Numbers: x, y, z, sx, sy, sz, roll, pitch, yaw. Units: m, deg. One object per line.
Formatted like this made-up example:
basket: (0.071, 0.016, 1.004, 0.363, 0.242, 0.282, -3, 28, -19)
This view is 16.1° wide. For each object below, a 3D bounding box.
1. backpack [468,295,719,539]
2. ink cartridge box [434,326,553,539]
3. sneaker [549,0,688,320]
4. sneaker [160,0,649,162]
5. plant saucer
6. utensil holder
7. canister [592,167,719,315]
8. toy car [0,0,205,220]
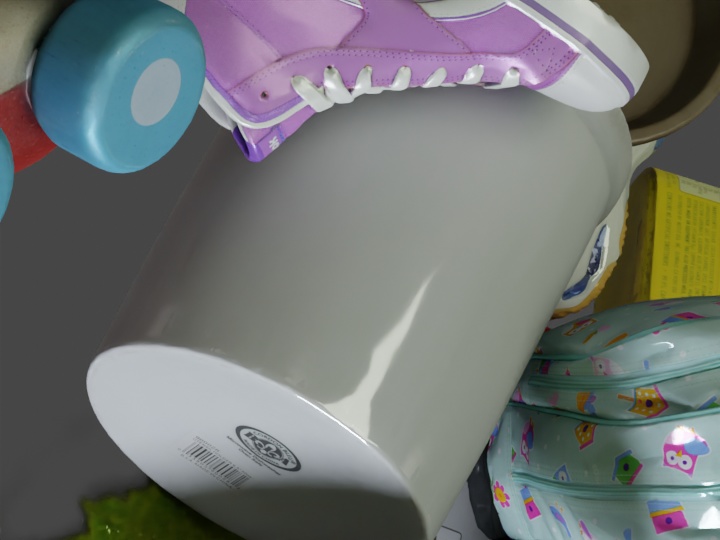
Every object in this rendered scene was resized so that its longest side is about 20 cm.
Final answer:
backpack: (0.138, 0.074, 1.085, 0.166, 0.200, 0.128, -18, 93, -15)
ink cartridge box: (0.063, 0.097, 1.205, 0.199, 0.045, 0.178, 25, 70, -42)
sneaker: (0.101, -0.080, 1.238, 0.088, 0.075, 0.201, 38, 60, -39)
sneaker: (0.006, -0.082, 0.984, 0.199, 0.073, 0.115, 24, 84, -8)
plant saucer: (0.090, -0.144, 1.216, 0.199, 0.029, 0.202, 10, 63, -20)
utensil holder: (0.000, 0.000, 1.064, 0.170, 0.169, 0.201, 47, 56, -31)
canister: (0.219, 0.040, 1.269, 0.199, 0.087, 0.149, 17, 55, -10)
toy car: (-0.171, -0.019, 0.924, 0.176, 0.184, 0.201, -32, 137, -40)
